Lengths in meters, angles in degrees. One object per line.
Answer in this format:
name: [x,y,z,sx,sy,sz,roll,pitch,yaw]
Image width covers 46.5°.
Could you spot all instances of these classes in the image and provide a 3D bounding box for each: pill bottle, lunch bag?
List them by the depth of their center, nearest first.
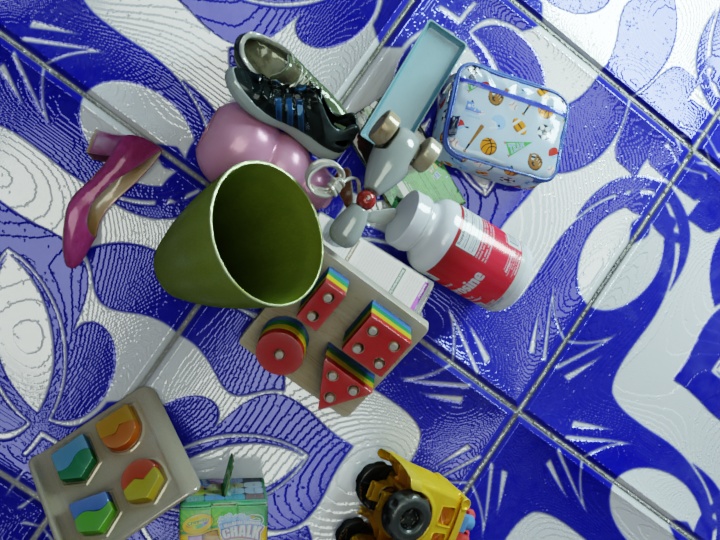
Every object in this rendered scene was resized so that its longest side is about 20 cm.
pill bottle: [0.140,-0.031,1.204,0.199,0.112,0.113,28,87,-19]
lunch bag: [0.204,-0.217,1.236,0.198,0.076,0.162,17,82,-13]

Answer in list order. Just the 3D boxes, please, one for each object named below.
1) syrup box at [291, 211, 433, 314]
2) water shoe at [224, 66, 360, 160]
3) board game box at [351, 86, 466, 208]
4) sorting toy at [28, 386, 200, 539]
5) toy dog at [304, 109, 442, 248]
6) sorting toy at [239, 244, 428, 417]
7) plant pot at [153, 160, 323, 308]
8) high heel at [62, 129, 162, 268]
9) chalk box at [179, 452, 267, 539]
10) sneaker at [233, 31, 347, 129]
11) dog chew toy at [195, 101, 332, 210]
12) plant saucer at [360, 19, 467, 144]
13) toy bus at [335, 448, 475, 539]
syrup box: [0.000,0.000,1.214,0.199,0.079,0.082,33,87,-9]
water shoe: [-0.088,-0.228,1.124,0.199,0.072,0.079,29,124,-32]
board game box: [0.064,-0.159,1.247,0.104,0.023,0.201,-32,96,-9]
sorting toy: [-0.340,0.275,1.140,0.199,0.037,0.186,-31,58,-8]
toy dog: [0.018,-0.128,1.162,0.199,0.096,0.132,-35,99,-9]
sorting toy: [-0.042,0.100,1.170,0.199,0.070,0.199,36,114,-11]
plant pot: [-0.183,-0.027,1.117,0.186,0.199,0.189,16,67,-43]
high heel: [-0.345,-0.093,1.161,0.095,0.067,0.202,14,77,1]
chalk box: [-0.193,0.362,1.174,0.123,0.124,0.202,0,91,-9]
sneaker: [-0.099,-0.261,1.174,0.200,0.090,0.067,39,85,-2]
dog chew toy: [-0.127,-0.147,1.172,0.199,0.124,0.125,30,87,-17]
plant saucer: [0.077,-0.264,1.227,0.070,0.019,0.201,31,88,-9]
toy bus: [0.078,0.387,1.228,0.191,0.136,0.202,23,91,-25]
